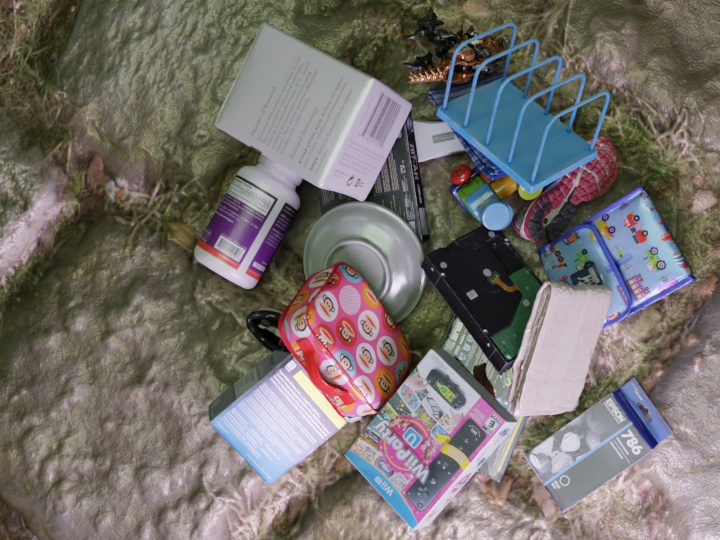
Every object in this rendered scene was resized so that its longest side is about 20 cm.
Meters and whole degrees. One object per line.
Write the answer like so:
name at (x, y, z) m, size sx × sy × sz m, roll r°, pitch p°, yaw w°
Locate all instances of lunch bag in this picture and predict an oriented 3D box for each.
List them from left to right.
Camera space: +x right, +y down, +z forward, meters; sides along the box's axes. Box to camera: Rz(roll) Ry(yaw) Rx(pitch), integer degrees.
lunch bag at (-0.023, 0.109, 1.394) m, size 0.081 × 0.177 × 0.201 m, roll -22°, pitch 112°, yaw 38°
lunch bag at (0.364, -0.005, 1.436) m, size 0.198 × 0.094 × 0.152 m, roll -31°, pitch 78°, yaw 18°

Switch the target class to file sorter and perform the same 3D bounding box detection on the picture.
file sorter at (0.228, -0.234, 1.373) m, size 0.138 × 0.124 × 0.200 m, roll -28°, pitch 57°, yaw -28°

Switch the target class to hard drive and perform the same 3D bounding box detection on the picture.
hard drive at (0.198, 0.036, 1.437) m, size 0.139 × 0.038 × 0.201 m, roll -27°, pitch 69°, yaw -28°

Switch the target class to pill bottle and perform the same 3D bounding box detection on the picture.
pill bottle at (-0.168, -0.081, 1.529) m, size 0.111 × 0.112 × 0.202 m, roll 29°, pitch 88°, yaw 14°

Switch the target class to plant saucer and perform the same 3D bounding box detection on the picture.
plant saucer at (0.000, 0.000, 1.475) m, size 0.197 × 0.050 × 0.203 m, roll 6°, pitch 109°, yaw 17°

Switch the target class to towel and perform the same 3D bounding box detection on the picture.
towel at (0.204, -0.220, 1.450) m, size 0.143 × 0.024 × 0.201 m, roll -17°, pitch 54°, yaw -19°
towel at (0.280, 0.111, 1.384) m, size 0.034 × 0.131 × 0.203 m, roll 34°, pitch 114°, yaw 49°

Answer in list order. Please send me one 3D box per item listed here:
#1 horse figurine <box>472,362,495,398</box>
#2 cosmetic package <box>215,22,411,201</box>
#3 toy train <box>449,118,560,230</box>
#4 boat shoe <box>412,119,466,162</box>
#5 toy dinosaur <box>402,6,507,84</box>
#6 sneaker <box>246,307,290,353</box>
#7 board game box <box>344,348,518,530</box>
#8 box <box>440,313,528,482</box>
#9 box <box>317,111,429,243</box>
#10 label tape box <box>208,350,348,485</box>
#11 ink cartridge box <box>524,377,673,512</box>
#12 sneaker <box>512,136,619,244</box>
horse figurine at (0.127, 0.224, 1.410) m, size 0.200 × 0.050 × 0.133 m, roll -45°, pitch 73°, yaw 7°
cosmetic package at (-0.065, -0.225, 1.413) m, size 0.198 × 0.164 × 0.167 m, roll 31°, pitch 98°, yaw 22°
toy train at (0.236, -0.146, 1.446) m, size 0.199 × 0.085 × 0.116 m, roll -37°, pitch 33°, yaw 4°
boat shoe at (0.112, -0.202, 1.519) m, size 0.197 × 0.057 × 0.070 m, roll -4°, pitch 91°, yaw 13°
toy dinosaur at (0.140, -0.327, 1.482) m, size 0.135 × 0.199 × 0.103 m, roll 31°, pitch 113°, yaw 31°
sneaker at (-0.093, 0.116, 1.498) m, size 0.197 × 0.086 × 0.082 m, roll 19°, pitch 87°, yaw 13°
board game box at (0.097, 0.233, 1.362) m, size 0.147 × 0.064 × 0.201 m, roll 43°, pitch 102°, yaw 22°
box at (0.175, 0.186, 1.454) m, size 0.159 × 0.049 × 0.203 m, roll 23°, pitch 87°, yaw 15°
box at (0.013, -0.132, 1.501) m, size 0.158 × 0.043 × 0.203 m, roll -9°, pitch 91°, yaw 21°
label tape box at (-0.108, 0.201, 1.469) m, size 0.199 × 0.066 × 0.144 m, roll -39°, pitch 110°, yaw 1°
ink cartridge box at (0.344, 0.251, 1.416) m, size 0.199 × 0.039 × 0.100 m, roll -37°, pitch 76°, yaw 3°
sneaker at (0.303, -0.126, 1.465) m, size 0.200 × 0.075 × 0.081 m, roll -42°, pitch 110°, yaw -9°
